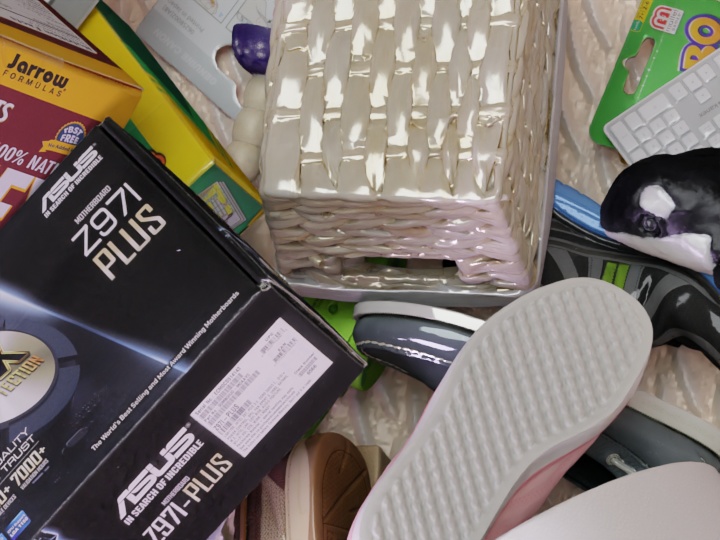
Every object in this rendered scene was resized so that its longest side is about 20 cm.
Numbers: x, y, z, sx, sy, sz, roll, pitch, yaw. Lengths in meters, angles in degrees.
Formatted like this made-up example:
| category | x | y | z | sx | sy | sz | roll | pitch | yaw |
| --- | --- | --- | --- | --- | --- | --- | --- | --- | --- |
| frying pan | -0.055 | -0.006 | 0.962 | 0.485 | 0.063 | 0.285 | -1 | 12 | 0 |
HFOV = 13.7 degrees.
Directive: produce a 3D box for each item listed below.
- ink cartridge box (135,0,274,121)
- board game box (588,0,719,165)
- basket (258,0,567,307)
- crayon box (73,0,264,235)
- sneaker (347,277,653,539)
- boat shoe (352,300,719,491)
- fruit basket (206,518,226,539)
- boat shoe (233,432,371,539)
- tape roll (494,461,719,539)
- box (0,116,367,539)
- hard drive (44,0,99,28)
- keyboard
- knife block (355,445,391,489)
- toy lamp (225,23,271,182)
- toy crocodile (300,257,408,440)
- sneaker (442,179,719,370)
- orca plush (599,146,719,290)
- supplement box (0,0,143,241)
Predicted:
| category | x | y | z | sx | sy | sz | roll | pitch | yaw |
| --- | --- | --- | --- | --- | --- | --- | --- | --- | --- |
| ink cartridge box | -0.001 | -0.159 | 1.608 | 0.163 | 0.057 | 0.200 | 41 | 105 | 20 |
| board game box | 0.224 | -0.075 | 1.532 | 0.200 | 0.030 | 0.096 | 20 | 77 | 14 |
| basket | 0.025 | -0.096 | 1.468 | 0.135 | 0.123 | 0.200 | 2 | 68 | 11 |
| crayon box | -0.169 | -0.026 | 1.542 | 0.200 | 0.058 | 0.173 | -43 | 50 | 5 |
| sneaker | 0.057 | 0.092 | 1.416 | 0.075 | 0.105 | 0.200 | 37 | 63 | 10 |
| boat shoe | 0.083 | 0.073 | 1.472 | 0.200 | 0.073 | 0.062 | 23 | 78 | -2 |
| fruit basket | -0.117 | 0.146 | 1.454 | 0.200 | 0.094 | 0.186 | 4 | 66 | 58 |
| boat shoe | -0.041 | 0.177 | 1.422 | 0.072 | 0.072 | 0.201 | -7 | 71 | 29 |
| tape roll | 0.114 | 0.200 | 1.373 | 0.202 | 0.203 | 0.139 | -31 | 69 | 1 |
| box | -0.124 | 0.057 | 1.384 | 0.200 | 0.086 | 0.164 | -47 | 44 | 1 |
| hard drive | -0.209 | -0.165 | 1.605 | 0.132 | 0.026 | 0.200 | -53 | 41 | -7 |
| keyboard | 0.220 | -0.107 | 1.525 | 0.200 | 0.011 | 0.056 | -33 | 69 | -1 |
| knife block | -0.007 | 0.212 | 1.468 | 0.200 | 0.064 | 0.176 | -45 | 70 | -5 |
| toy lamp | -0.070 | -0.026 | 1.555 | 0.058 | 0.058 | 0.200 | 15 | 84 | 16 |
| toy crocodile | 0.000 | 0.000 | 1.543 | 0.067 | 0.062 | 0.200 | 23 | 83 | 18 |
| sneaker | 0.129 | 0.017 | 1.504 | 0.199 | 0.071 | 0.083 | 28 | 85 | 24 |
| orca plush | 0.219 | -0.031 | 1.445 | 0.200 | 0.071 | 0.105 | 20 | 39 | 17 |
| supplement box | -0.248 | -0.067 | 1.465 | 0.200 | 0.133 | 0.198 | 41 | 105 | 42 |
